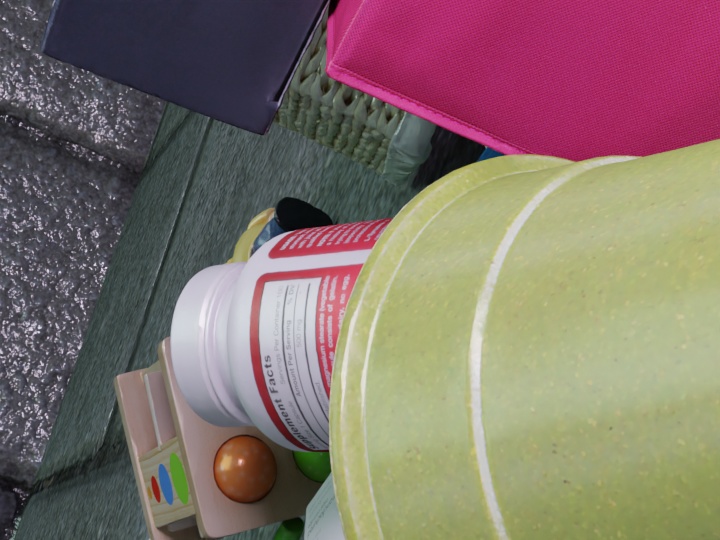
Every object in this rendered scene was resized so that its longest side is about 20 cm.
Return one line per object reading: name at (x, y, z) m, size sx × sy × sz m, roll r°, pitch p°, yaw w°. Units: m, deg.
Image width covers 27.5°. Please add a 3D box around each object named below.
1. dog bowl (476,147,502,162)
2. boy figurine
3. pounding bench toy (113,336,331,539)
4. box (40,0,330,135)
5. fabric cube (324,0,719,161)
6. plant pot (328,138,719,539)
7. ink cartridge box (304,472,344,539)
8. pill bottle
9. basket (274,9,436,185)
dog bowl at (0.065, 0.014, 0.823) m, size 0.201 × 0.049 × 0.112 m, roll -59°, pitch 16°, yaw 31°
boy figurine at (-0.093, 0.002, 1.369) m, size 0.200 × 0.064 × 0.126 m, roll 140°, pitch 148°, yaw -62°
pounding bench toy at (-0.065, 0.141, 0.964) m, size 0.156 × 0.123 × 0.203 m, roll -31°, pitch 72°, yaw 64°
box at (-0.052, -0.211, 0.678) m, size 0.202 × 0.116 × 0.198 m, roll -87°, pitch 21°, yaw -46°
fabric cube at (0.110, -0.176, 0.654) m, size 0.201 × 0.194 × 0.201 m, roll -92°, pitch 26°, yaw -54°
plant pot at (0.125, 0.035, 0.393) m, size 0.189 × 0.199 × 0.202 m, roll -24°, pitch 44°, yaw 50°
ink cartridge box at (0.019, 0.170, 0.744) m, size 0.116 × 0.066 × 0.201 m, roll -57°, pitch 19°, yaw 34°
pill bottle at (0.008, 0.032, 0.723) m, size 0.198 × 0.112 × 0.114 m, roll -5°, pitch 57°, yaw 33°
basket at (0.003, -0.187, 1.030) m, size 0.200 × 0.159 × 0.201 m, roll 146°, pitch 146°, yaw -86°
